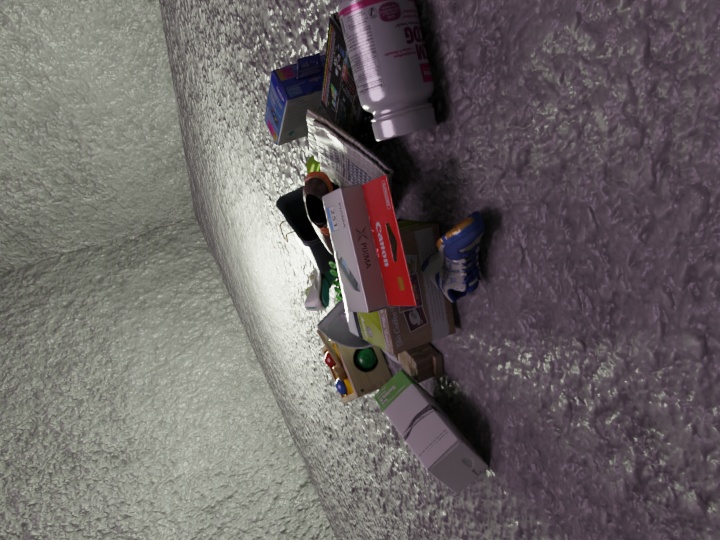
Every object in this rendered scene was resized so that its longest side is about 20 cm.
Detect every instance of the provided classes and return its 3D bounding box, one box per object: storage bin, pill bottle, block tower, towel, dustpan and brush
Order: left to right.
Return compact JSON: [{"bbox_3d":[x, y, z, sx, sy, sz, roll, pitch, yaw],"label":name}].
[{"bbox_3d":[-0.113,-0.090,1.488,0.200,0.145,0.135,51,162,43],"label":"storage bin"},{"bbox_3d":[-0.022,-0.188,1.126,0.200,0.035,0.193,40,168,11],"label":"towel"},{"bbox_3d":[0.017,0.144,1.403,0.200,0.140,0.057,43,162,3],"label":"dustpan and brush"},{"bbox_3d":[0.044,-0.300,0.905,0.113,0.113,0.201,14,121,67],"label":"pill bottle"},{"bbox_3d":[0.092,0.150,1.262,0.200,0.058,0.054,42,146,52],"label":"block tower"}]

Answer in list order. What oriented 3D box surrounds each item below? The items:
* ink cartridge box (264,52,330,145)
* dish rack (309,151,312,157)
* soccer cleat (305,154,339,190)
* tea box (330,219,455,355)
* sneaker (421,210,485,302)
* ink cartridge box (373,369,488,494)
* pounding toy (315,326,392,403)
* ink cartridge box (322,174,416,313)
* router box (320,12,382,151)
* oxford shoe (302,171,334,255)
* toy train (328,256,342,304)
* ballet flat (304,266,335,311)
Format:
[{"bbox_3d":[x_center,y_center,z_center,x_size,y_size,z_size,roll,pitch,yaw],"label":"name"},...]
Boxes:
[{"bbox_3d":[-0.111,-0.348,1.234,0.077,0.136,0.200,62,159,9],"label":"ink cartridge box"},{"bbox_3d":[-0.047,-0.211,1.324,0.200,0.043,0.173,-3,105,69],"label":"dish rack"},{"bbox_3d":[-0.065,-0.144,1.283,0.081,0.067,0.201,13,121,52],"label":"soccer cleat"},{"bbox_3d":[0.055,0.021,1.117,0.197,0.133,0.201,-161,57,-66],"label":"tea box"},{"bbox_3d":[0.159,-0.017,0.938,0.088,0.075,0.200,54,163,13],"label":"sneaker"},{"bbox_3d":[0.132,0.304,1.172,0.146,0.084,0.200,47,-179,-43],"label":"ink cartridge box"},{"bbox_3d":[-0.029,0.221,1.514,0.185,0.141,0.200,67,160,10],"label":"pounding toy"},{"bbox_3d":[0.008,-0.035,0.963,0.176,0.044,0.201,-7,97,67],"label":"ink cartridge box"},{"bbox_3d":[-0.007,-0.325,1.088,0.150,0.062,0.200,60,157,24],"label":"router box"},{"bbox_3d":[-0.073,-0.095,1.233,0.073,0.071,0.201,-76,-28,-47],"label":"oxford shoe"},{"bbox_3d":[-0.036,0.032,1.487,0.056,0.042,0.201,23,148,22],"label":"toy train"},{"bbox_3d":[-0.102,0.030,1.514,0.200,0.069,0.070,-80,-12,-55],"label":"ballet flat"}]
